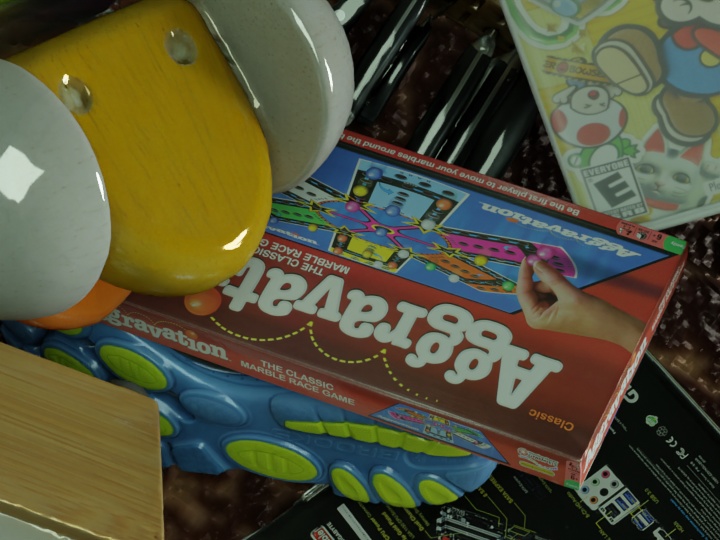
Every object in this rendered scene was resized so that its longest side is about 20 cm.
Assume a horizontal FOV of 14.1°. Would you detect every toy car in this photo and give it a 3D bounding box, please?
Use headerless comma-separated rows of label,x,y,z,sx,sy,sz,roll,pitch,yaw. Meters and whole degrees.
toy car,-0.114,-0.074,0.938,0.175,0.150,0.200,-28,94,-44

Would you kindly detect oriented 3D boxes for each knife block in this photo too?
knife block,0.074,-0.110,1.060,0.200,0.064,0.176,-14,88,-8

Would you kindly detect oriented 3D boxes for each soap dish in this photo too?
soap dish,-0.166,0.066,0.978,0.200,0.157,0.081,21,67,-5

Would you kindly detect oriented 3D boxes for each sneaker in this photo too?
sneaker,-0.038,0.026,1.028,0.199,0.071,0.083,13,45,15

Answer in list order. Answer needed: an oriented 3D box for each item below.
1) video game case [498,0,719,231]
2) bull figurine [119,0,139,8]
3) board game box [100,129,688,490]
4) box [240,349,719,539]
video game case,0.145,-0.106,0.959,0.200,0.023,0.182,-16,125,11
bull figurine,-0.110,-0.121,1.036,0.121,0.065,0.200,45,82,-7
board game box,0.000,0.000,0.990,0.200,0.019,0.103,18,54,15
box,0.079,0.125,1.006,0.160,0.049,0.200,-38,61,-7
